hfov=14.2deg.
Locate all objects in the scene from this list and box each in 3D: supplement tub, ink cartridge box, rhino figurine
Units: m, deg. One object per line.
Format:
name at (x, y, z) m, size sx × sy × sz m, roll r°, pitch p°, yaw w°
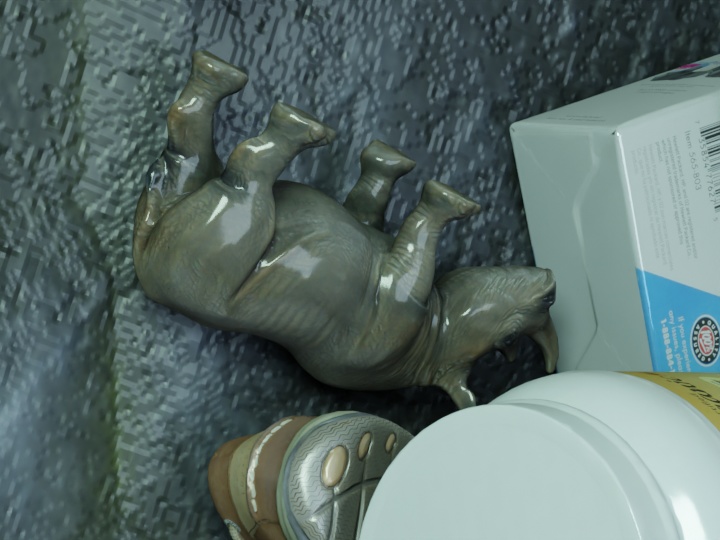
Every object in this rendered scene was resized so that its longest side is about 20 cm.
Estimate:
supplement tub at (0.106, 0.108, 1.011) m, size 0.199 × 0.144 × 0.145 m, roll 3°, pitch 93°, yaw -50°
ink cartridge box at (0.164, -0.028, 1.167) m, size 0.199 × 0.068 × 0.116 m, roll -19°, pitch 105°, yaw -33°
rhino figurine at (0.000, 0.000, 1.053) m, size 0.199 × 0.060 × 0.088 m, roll 26°, pitch 98°, yaw -36°

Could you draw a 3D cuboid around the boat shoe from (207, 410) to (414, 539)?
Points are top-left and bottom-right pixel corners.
boat shoe at (0.017, 0.108, 1.073) m, size 0.200 × 0.072 × 0.076 m, roll 46°, pitch 58°, yaw -41°
